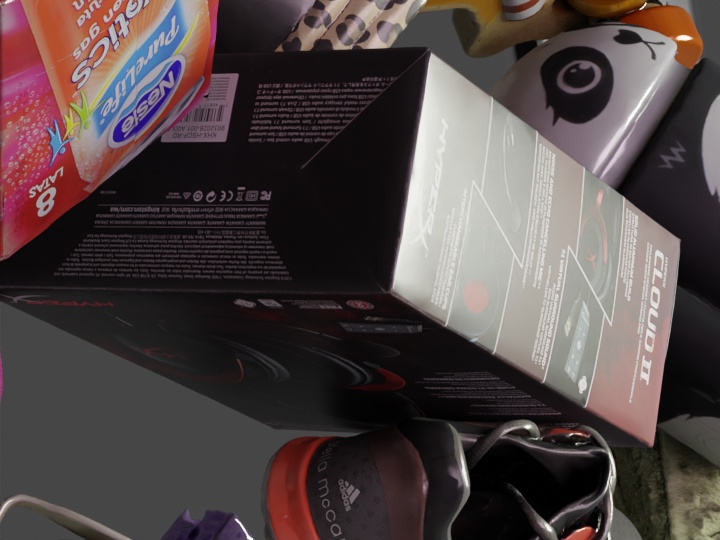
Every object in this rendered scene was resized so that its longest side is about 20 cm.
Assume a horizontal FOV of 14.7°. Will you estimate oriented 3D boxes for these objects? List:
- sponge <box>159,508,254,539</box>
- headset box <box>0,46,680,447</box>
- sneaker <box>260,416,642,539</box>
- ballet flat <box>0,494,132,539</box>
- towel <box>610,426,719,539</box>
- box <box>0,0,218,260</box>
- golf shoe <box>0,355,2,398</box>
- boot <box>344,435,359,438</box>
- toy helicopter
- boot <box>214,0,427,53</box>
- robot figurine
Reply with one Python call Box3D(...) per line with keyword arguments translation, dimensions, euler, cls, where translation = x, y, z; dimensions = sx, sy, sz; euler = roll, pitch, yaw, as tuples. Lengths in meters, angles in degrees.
Box3D(translation=(-0.033, 0.194, 0.987), dimensions=(0.112, 0.030, 0.200), euler=(-51, 122, -32), cls="sponge")
Box3D(translation=(0.000, 0.000, 0.870), dimensions=(0.200, 0.148, 0.075), euler=(31, 65, -56), cls="headset box")
Box3D(translation=(0.054, 0.085, 0.871), dimensions=(0.200, 0.082, 0.077), euler=(15, 55, -56), cls="sneaker")
Box3D(translation=(-0.112, 0.097, 0.779), dimensions=(0.199, 0.068, 0.073), euler=(7, 77, -8), cls="ballet flat")
Box3D(translation=(0.164, 0.105, 1.036), dimensions=(0.148, 0.200, 0.037), euler=(20, 117, -15), cls="towel")
Box3D(translation=(-0.140, -0.106, 0.763), dimensions=(0.095, 0.200, 0.100), euler=(-42, 156, -35), cls="box")
Box3D(translation=(-0.137, 0.002, 0.849), dimensions=(0.075, 0.091, 0.201), euler=(6, 84, -40), cls="golf shoe")
Box3D(translation=(0.072, 0.121, 1.011), dimensions=(0.200, 0.064, 0.187), euler=(-26, 98, -54), cls="boot")
Box3D(translation=(0.053, -0.117, 1.019), dimensions=(0.199, 0.132, 0.079), euler=(-11, 68, -26), cls="toy helicopter")
Box3D(translation=(-0.030, -0.152, 0.934), dimensions=(0.150, 0.073, 0.200), euler=(39, 66, -12), cls="boot")
Box3D(translation=(0.127, -0.005, 1.007), dimensions=(0.200, 0.150, 0.125), euler=(33, 77, 2), cls="robot figurine")
